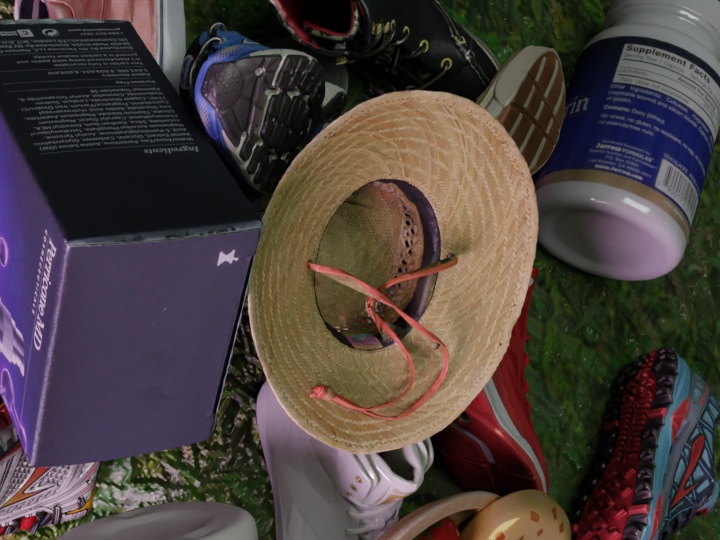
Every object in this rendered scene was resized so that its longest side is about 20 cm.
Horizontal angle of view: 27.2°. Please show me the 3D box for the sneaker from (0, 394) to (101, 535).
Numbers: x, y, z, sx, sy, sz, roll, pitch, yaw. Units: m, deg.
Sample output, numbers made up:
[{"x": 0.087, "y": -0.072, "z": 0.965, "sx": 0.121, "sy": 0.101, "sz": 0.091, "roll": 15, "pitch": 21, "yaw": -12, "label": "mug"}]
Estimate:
[{"x": -0.189, "y": 0.118, "z": 0.825, "sx": 0.082, "sy": 0.078, "sz": 0.200, "roll": 51, "pitch": 60, "yaw": -11, "label": "sneaker"}]

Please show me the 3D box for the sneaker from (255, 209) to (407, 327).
[{"x": 0.000, "y": 0.000, "z": 0.941, "sx": 0.200, "sy": 0.071, "sz": 0.113, "roll": 52, "pitch": 54, "yaw": -40, "label": "sneaker"}]

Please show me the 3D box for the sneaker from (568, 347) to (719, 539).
[{"x": 0.214, "y": 0.157, "z": 1.042, "sx": 0.095, "sy": 0.079, "sz": 0.201, "roll": 34, "pitch": 64, "yaw": -20, "label": "sneaker"}]

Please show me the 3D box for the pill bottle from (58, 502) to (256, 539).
[{"x": -0.099, "y": 0.236, "z": 0.805, "sx": 0.112, "sy": 0.113, "sz": 0.202, "roll": -11, "pitch": 95, "yaw": -31, "label": "pill bottle"}]

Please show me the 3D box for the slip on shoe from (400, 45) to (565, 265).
[{"x": 0.072, "y": -0.072, "z": 0.938, "sx": 0.201, "sy": 0.060, "sz": 0.076, "roll": -60, "pitch": 142, "yaw": -34, "label": "slip on shoe"}]

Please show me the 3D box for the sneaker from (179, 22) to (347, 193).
[{"x": -0.068, "y": -0.093, "z": 0.835, "sx": 0.089, "sy": 0.200, "sz": 0.079, "roll": 23, "pitch": 92, "yaw": 5, "label": "sneaker"}]

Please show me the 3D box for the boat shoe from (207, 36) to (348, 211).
[{"x": -0.074, "y": -0.069, "z": 0.950, "sx": 0.074, "sy": 0.065, "sz": 0.203, "roll": 31, "pitch": 59, "yaw": -5, "label": "boat shoe"}]

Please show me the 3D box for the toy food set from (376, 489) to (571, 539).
[{"x": 0.041, "y": 0.224, "z": 0.893, "sx": 0.199, "sy": 0.049, "sz": 0.199, "roll": -2, "pitch": 115, "yaw": -50, "label": "toy food set"}]

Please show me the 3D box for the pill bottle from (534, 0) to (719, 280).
[{"x": 0.200, "y": -0.104, "z": 1.075, "sx": 0.115, "sy": 0.116, "sz": 0.201, "roll": 31, "pitch": 65, "yaw": -20, "label": "pill bottle"}]

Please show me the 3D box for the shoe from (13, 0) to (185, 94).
[{"x": -0.163, "y": -0.199, "z": 0.919, "sx": 0.090, "sy": 0.071, "sz": 0.202, "roll": 1, "pitch": 81, "yaw": -32, "label": "shoe"}]

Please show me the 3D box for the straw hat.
[{"x": -0.001, "y": -0.008, "z": 0.825, "sx": 0.200, "sy": 0.085, "sz": 0.203, "roll": -11, "pitch": 112, "yaw": -30, "label": "straw hat"}]

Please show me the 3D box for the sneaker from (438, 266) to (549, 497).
[{"x": 0.098, "y": 0.065, "z": 0.964, "sx": 0.116, "sy": 0.078, "sz": 0.201, "roll": -56, "pitch": 142, "yaw": -29, "label": "sneaker"}]

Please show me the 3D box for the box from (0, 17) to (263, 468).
[{"x": -0.147, "y": -0.021, "z": 0.790, "sx": 0.104, "sy": 0.149, "sz": 0.200, "roll": -6, "pitch": 40, "yaw": -29, "label": "box"}]

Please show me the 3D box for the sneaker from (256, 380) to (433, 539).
[{"x": 0.000, "y": 0.153, "z": 0.902, "sx": 0.073, "sy": 0.115, "sz": 0.201, "roll": -16, "pitch": 88, "yaw": -33, "label": "sneaker"}]

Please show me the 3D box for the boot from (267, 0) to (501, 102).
[{"x": 0.020, "y": -0.142, "z": 0.966, "sx": 0.204, "sy": 0.073, "sz": 0.154, "roll": 53, "pitch": 22, "yaw": -2, "label": "boot"}]
